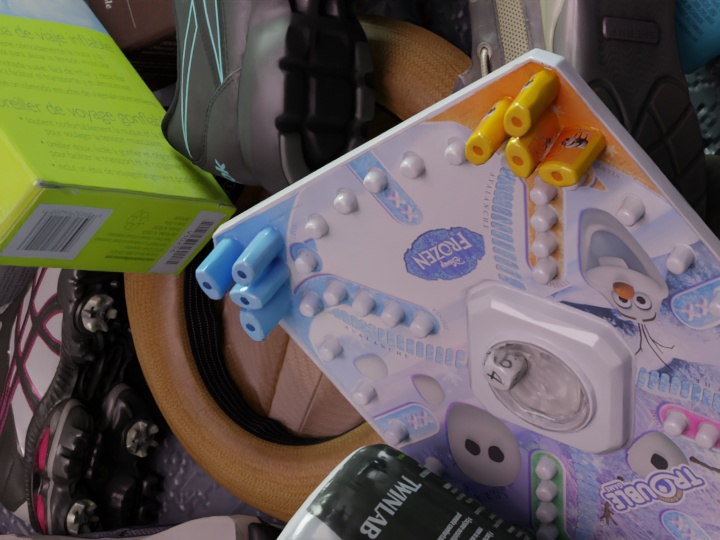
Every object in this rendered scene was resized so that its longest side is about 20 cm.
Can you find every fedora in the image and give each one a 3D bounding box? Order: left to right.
[{"bbox_3d":[0.000,0.000,0.978,0.201,0.082,0.201,-2,86,31],"label":"fedora"}]

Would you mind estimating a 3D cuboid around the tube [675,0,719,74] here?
[{"bbox_3d":[0.180,-0.147,0.877,0.200,0.050,0.077,-36,76,25],"label":"tube"}]

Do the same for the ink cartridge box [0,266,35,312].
[{"bbox_3d":[-0.237,-0.044,1.057,0.145,0.200,0.145,40,112,25],"label":"ink cartridge box"}]

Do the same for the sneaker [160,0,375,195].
[{"bbox_3d":[-0.035,-0.129,0.914,0.079,0.075,0.200,11,94,40],"label":"sneaker"}]

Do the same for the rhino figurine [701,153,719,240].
[{"bbox_3d":[0.169,0.006,0.878,0.200,0.060,0.087,12,75,31],"label":"rhino figurine"}]

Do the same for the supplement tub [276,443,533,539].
[{"bbox_3d":[0.051,0.160,0.840,0.200,0.123,0.123,34,111,9],"label":"supplement tub"}]

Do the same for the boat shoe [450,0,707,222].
[{"bbox_3d":[0.074,-0.055,0.879,0.073,0.074,0.200,-9,77,50],"label":"boat shoe"}]

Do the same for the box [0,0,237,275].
[{"bbox_3d":[-0.146,-0.086,0.952,0.048,0.122,0.200,-48,64,22],"label":"box"}]

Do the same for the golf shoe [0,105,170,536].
[{"bbox_3d":[-0.126,0.019,1.065,0.088,0.077,0.200,22,104,37],"label":"golf shoe"}]

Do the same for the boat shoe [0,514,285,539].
[{"bbox_3d":[-0.088,0.146,1.032,0.200,0.093,0.075,-10,73,37],"label":"boat shoe"}]

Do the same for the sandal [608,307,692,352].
[{"bbox_3d":[0.163,0.074,0.838,0.201,0.057,0.080,31,139,-16],"label":"sandal"}]

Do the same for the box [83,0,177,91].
[{"bbox_3d":[-0.045,-0.152,1.005,0.200,0.075,0.100,-22,80,30],"label":"box"}]

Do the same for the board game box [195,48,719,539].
[{"bbox_3d":[0.060,0.039,0.829,0.200,0.026,0.200,49,143,-12],"label":"board game box"}]
